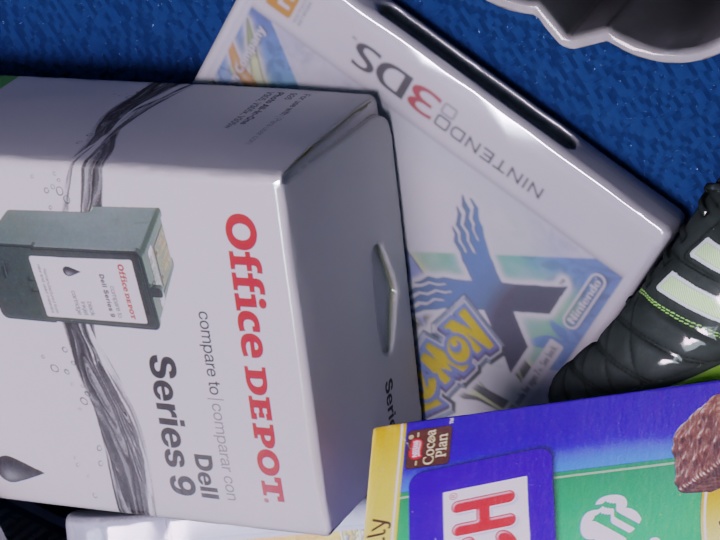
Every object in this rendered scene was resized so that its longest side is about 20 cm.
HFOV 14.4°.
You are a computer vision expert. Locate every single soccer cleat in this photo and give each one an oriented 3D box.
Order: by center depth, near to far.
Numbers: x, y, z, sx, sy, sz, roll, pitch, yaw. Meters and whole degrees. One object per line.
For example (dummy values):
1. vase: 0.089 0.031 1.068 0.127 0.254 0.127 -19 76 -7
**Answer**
1. soccer cleat: 0.138 -0.005 0.985 0.200 0.067 0.081 -31 76 38

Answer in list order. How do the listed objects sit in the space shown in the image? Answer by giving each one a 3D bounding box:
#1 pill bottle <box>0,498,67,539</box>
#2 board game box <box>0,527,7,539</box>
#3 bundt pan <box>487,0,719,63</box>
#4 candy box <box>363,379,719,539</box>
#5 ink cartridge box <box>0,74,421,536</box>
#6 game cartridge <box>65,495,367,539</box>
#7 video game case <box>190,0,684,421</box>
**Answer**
1. pill bottle: -0.133 0.161 1.169 0.200 0.120 0.120 24 123 16
2. board game box: -0.220 0.135 1.111 0.200 0.034 0.135 -23 97 31
3. bundt pan: 0.099 -0.173 0.907 0.202 0.076 0.202 12 120 23
4. candy box: 0.100 0.125 0.944 0.200 0.169 0.077 -9 142 19
5. ink cartridge box: -0.089 0.009 1.066 0.200 0.084 0.146 4 115 26
6. game cartridge: -0.006 0.148 1.073 0.200 0.042 0.133 -6 91 6
7. video game case: 0.000 0.000 1.079 0.182 0.022 0.200 37 126 8
